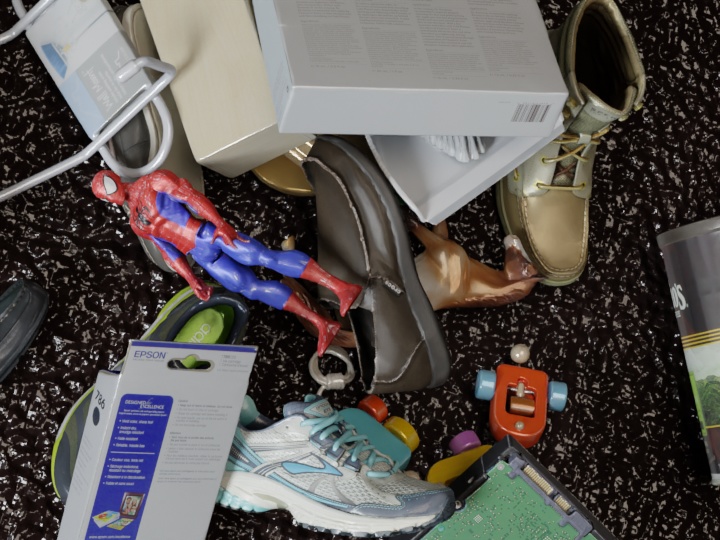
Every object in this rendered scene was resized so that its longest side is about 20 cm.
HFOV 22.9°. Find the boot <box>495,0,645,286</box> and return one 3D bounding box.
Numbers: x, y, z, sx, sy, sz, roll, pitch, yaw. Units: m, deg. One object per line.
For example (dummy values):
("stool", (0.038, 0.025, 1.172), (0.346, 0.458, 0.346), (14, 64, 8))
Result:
("boot", (0.161, -0.096, 1.347), (0.072, 0.155, 0.201), (-2, 82, -18))

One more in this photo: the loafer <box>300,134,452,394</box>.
("loafer", (0.000, 0.000, 1.270), (0.071, 0.073, 0.201), (-24, 93, -18))

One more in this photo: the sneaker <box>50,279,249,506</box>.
("sneaker", (-0.148, 0.085, 1.259), (0.074, 0.081, 0.200), (36, 73, -9))

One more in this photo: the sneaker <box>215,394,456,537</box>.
("sneaker", (-0.027, 0.133, 1.238), (0.199, 0.078, 0.087), (8, 93, 25))

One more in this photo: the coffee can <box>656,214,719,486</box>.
("coffee can", (0.323, 0.054, 1.378), (0.146, 0.146, 0.201), (-10, 84, -19))

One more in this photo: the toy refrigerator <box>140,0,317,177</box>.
("toy refrigerator", (-0.105, -0.176, 1.292), (0.076, 0.070, 0.201), (-25, 74, 15))

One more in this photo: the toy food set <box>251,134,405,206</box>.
("toy food set", (0.007, -0.146, 1.352), (0.197, 0.049, 0.201), (5, 71, -9))

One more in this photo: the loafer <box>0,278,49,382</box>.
("loafer", (-0.296, 0.075, 1.221), (0.070, 0.068, 0.201), (47, 75, -15))

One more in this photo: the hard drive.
("hard drive", (0.082, 0.230, 1.278), (0.140, 0.038, 0.200), (43, 104, -13))

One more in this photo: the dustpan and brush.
("dustpan and brush", (0.036, -0.141, 1.296), (0.139, 0.057, 0.200), (-36, 57, -17))

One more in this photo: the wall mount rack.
("wall mount rack", (-0.228, -0.137, 1.260), (0.174, 0.074, 0.200), (-39, 72, 20))

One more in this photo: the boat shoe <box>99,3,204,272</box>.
("boat shoe", (-0.161, -0.094, 1.305), (0.067, 0.057, 0.201), (-5, 84, -58))

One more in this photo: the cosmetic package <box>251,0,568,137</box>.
("cosmetic package", (0.030, -0.165, 1.245), (0.199, 0.052, 0.151), (0, 54, -17))

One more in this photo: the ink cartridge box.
("ink cartridge box", (-0.142, 0.131, 1.216), (0.099, 0.039, 0.201), (6, 112, -31))

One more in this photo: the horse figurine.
("horse figurine", (0.027, 0.002, 1.346), (0.200, 0.050, 0.133), (-30, 85, -22))

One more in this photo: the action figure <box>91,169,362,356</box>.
("action figure", (-0.099, -0.014, 1.231), (0.200, 0.066, 0.052), (31, 40, 3))

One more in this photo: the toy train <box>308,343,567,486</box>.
("toy train", (0.055, 0.123, 1.337), (0.199, 0.056, 0.151), (6, 53, -7))
